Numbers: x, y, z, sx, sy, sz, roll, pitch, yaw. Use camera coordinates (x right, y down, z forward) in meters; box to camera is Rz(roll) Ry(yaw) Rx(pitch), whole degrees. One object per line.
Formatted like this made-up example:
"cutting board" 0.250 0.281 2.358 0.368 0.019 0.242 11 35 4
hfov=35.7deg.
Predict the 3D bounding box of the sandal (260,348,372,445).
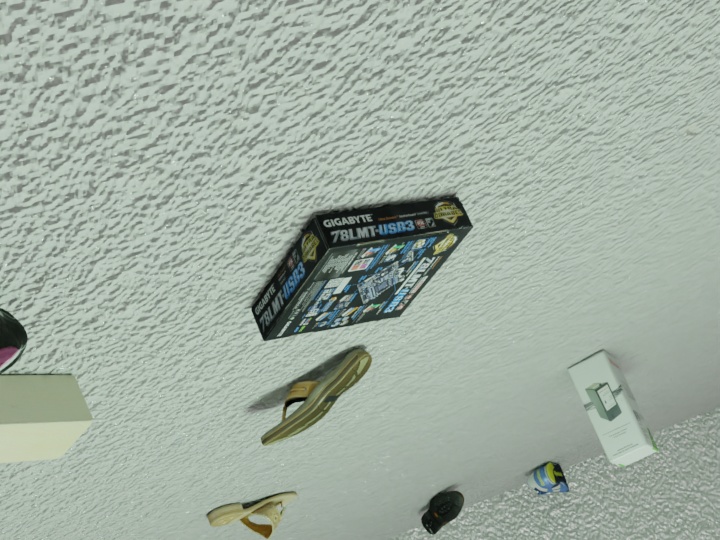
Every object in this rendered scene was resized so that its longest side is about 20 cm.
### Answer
"sandal" -0.068 0.174 1.590 0.200 0.054 0.080 -45 160 9

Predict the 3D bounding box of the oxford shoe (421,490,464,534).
"oxford shoe" 0.219 0.588 2.805 0.084 0.073 0.200 -31 166 -32

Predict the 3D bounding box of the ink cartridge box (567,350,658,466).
"ink cartridge box" 0.497 0.273 2.200 0.083 0.202 0.145 -28 158 15

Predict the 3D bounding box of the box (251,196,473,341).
"box" 0.000 0.000 1.265 0.197 0.050 0.200 -11 154 -33

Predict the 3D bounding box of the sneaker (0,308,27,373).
"sneaker" -0.393 0.089 1.038 0.198 0.081 0.086 -21 171 10

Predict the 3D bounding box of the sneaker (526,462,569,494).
"sneaker" 0.516 0.577 3.075 0.082 0.075 0.200 -30 150 16

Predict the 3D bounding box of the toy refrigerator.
"toy refrigerator" -0.390 0.155 1.177 0.076 0.070 0.199 -45 152 26

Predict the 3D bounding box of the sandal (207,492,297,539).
"sandal" -0.191 0.469 2.082 0.210 0.070 0.078 2 146 -48
